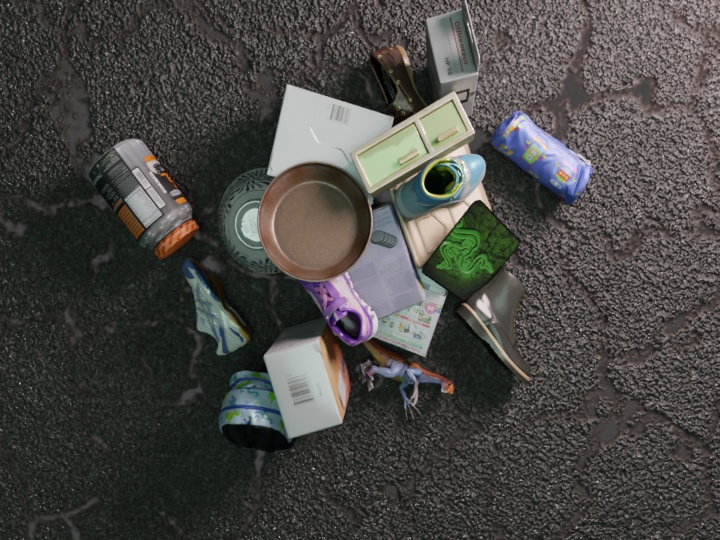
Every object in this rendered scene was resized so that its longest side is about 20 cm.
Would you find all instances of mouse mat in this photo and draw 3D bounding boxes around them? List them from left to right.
[{"bbox_3d":[0.207,-0.027,1.106,0.162,0.008,0.198,-51,137,8],"label":"mouse mat"}]

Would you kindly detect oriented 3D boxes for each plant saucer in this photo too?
[{"bbox_3d":[-0.077,-0.080,1.022,0.193,0.037,0.208,1,79,-5],"label":"plant saucer"}]

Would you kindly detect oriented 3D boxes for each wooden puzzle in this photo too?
[{"bbox_3d":[0.146,-0.121,1.110,0.195,0.046,0.191,-20,89,-22],"label":"wooden puzzle"}]

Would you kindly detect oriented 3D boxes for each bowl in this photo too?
[{"bbox_3d":[-0.187,-0.090,1.141,0.193,0.094,0.209,0,98,3],"label":"bowl"}]

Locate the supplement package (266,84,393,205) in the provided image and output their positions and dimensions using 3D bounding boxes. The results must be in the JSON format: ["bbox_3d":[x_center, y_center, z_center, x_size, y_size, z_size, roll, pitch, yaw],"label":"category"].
[{"bbox_3d":[-0.056,-0.226,1.095,0.193,0.111,0.161,15,99,-7],"label":"supplement package"}]

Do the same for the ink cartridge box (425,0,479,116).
[{"bbox_3d":[0.152,-0.349,1.019,0.064,0.200,0.120,-12,78,5],"label":"ink cartridge box"}]

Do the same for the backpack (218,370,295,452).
[{"bbox_3d":[-0.197,0.271,1.144,0.157,0.200,0.159,10,80,2],"label":"backpack"}]

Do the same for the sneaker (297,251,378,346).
[{"bbox_3d":[-0.046,0.050,1.043,0.080,0.089,0.202,-37,96,19],"label":"sneaker"}]

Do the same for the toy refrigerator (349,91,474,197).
[{"bbox_3d":[0.085,-0.206,0.999,0.196,0.070,0.078,-28,87,8],"label":"toy refrigerator"}]

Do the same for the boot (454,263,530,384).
[{"bbox_3d":[0.294,0.104,1.161,0.138,0.077,0.201,-44,103,-4],"label":"boot"}]

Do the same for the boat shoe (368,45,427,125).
[{"bbox_3d":[0.073,-0.305,1.097,0.069,0.070,0.205,-23,88,-33],"label":"boat shoe"}]

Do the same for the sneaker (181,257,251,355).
[{"bbox_3d":[-0.300,0.076,1.181,0.087,0.075,0.203,-33,95,8],"label":"sneaker"}]

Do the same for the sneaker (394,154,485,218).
[{"bbox_3d":[0.162,-0.158,1.028,0.197,0.130,0.081,-31,91,-23],"label":"sneaker"}]

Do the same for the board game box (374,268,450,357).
[{"bbox_3d":[0.091,0.041,1.162,0.143,0.064,0.206,20,98,1],"label":"board game box"}]

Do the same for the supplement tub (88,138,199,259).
[{"bbox_3d":[-0.400,-0.131,1.131,0.121,0.123,0.202,-37,96,8],"label":"supplement tub"}]

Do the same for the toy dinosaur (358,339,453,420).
[{"bbox_3d":[0.092,0.196,1.177,0.175,0.105,0.208,-7,86,-17],"label":"toy dinosaur"}]

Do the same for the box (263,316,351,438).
[{"bbox_3d":[-0.092,0.189,1.124,0.103,0.200,0.157,-16,98,6],"label":"box"}]

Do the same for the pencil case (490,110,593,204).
[{"bbox_3d":[0.335,-0.209,1.103,0.197,0.079,0.087,36,128,-3],"label":"pencil case"}]

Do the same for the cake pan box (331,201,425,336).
[{"bbox_3d":[0.000,0.000,1.094,0.195,0.052,0.189,-22,100,12],"label":"cake pan box"}]
